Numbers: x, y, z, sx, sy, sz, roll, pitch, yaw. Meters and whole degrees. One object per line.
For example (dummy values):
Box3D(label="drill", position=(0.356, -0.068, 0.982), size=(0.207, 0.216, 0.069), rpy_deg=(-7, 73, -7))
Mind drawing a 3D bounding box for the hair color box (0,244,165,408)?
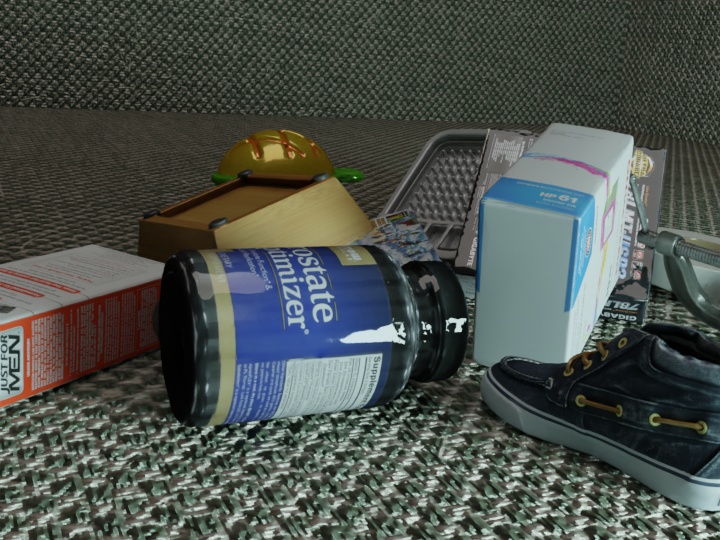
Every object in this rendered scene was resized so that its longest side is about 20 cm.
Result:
Box3D(label="hair color box", position=(-0.235, 0.035, 0.665), size=(0.109, 0.065, 0.199), rpy_deg=(13, 15, 27))

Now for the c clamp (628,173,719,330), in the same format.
Box3D(label="c clamp", position=(0.328, 0.011, 0.790), size=(0.027, 0.172, 0.199), rpy_deg=(-42, 41, -16))

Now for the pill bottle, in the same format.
Box3D(label="pill bottle", position=(-0.031, 0.040, 0.606), size=(0.196, 0.115, 0.112), rpy_deg=(-3, 16, -25))

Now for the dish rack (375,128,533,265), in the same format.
Box3D(label="dish rack", position=(0.114, -0.084, 1.066), size=(0.170, 0.044, 0.202), rpy_deg=(8, 57, 45))

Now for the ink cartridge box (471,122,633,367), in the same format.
Box3D(label="ink cartridge box", position=(0.168, -0.023, 0.758), size=(0.083, 0.147, 0.200), rpy_deg=(11, 30, 23))

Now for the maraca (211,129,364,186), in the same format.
Box3D(label="maraca", position=(-0.083, -0.109, 1.035), size=(0.135, 0.110, 0.198), rpy_deg=(14, 17, 36))

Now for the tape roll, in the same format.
Box3D(label="tape roll", position=(0.398, -0.006, 1.032), size=(0.198, 0.038, 0.203), rpy_deg=(10, 16, -3))

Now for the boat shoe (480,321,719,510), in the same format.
Box3D(label="boat shoe", position=(0.164, 0.071, 0.585), size=(0.070, 0.093, 0.198), rpy_deg=(-8, 19, -40))

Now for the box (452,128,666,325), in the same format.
Box3D(label="box", position=(0.211, -0.053, 0.934), size=(0.194, 0.050, 0.203), rpy_deg=(9, 58, 15))

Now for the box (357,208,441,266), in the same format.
Box3D(label="box", position=(0.000, 0.000, 0.823), size=(0.134, 0.041, 0.200), rpy_deg=(-16, 17, 1))

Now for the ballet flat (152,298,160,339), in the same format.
Box3D(label="ballet flat", position=(-0.062, 0.044, 0.691), size=(0.195, 0.069, 0.046), rpy_deg=(3, 0, -16))

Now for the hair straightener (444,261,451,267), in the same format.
Box3D(label="hair straightener", position=(0.055, 0.008, 0.925), size=(0.075, 0.042, 0.200), rpy_deg=(2, 10, -9))

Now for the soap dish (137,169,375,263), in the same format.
Box3D(label="soap dish", position=(-0.105, -0.031, 0.807), size=(0.156, 0.083, 0.198), rpy_deg=(-27, 21, -29))
